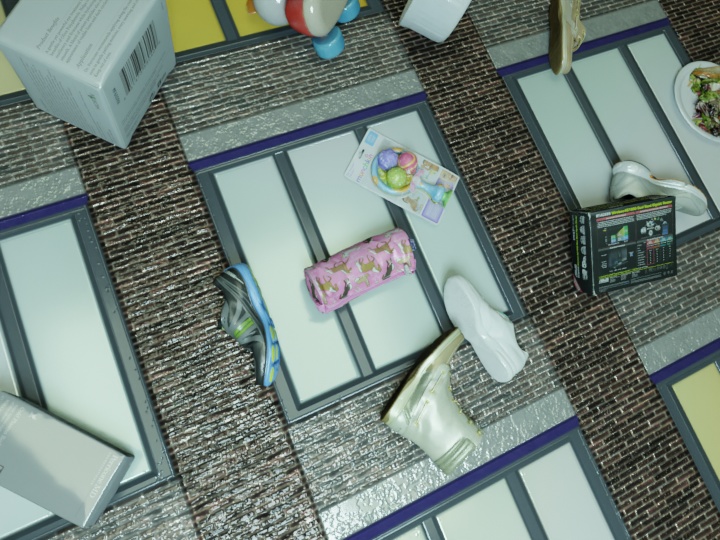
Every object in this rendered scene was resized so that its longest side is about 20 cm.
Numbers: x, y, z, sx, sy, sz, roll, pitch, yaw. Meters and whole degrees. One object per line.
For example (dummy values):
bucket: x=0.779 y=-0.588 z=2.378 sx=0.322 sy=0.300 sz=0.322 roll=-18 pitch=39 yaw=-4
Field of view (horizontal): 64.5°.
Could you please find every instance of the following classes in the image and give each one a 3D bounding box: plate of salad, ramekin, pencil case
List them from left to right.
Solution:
pencil case: x=0.000 y=0.000 z=0.968 sx=0.197 sy=0.086 sz=0.084 roll=-24 pitch=111 yaw=-17
ramekin: x=0.161 y=-0.545 z=1.099 sx=0.096 sy=0.200 sz=0.203 roll=27 pitch=71 yaw=-10
plate of salad: x=0.783 y=-0.377 z=1.254 sx=0.195 sy=0.048 sz=0.205 roll=3 pitch=74 yaw=-11

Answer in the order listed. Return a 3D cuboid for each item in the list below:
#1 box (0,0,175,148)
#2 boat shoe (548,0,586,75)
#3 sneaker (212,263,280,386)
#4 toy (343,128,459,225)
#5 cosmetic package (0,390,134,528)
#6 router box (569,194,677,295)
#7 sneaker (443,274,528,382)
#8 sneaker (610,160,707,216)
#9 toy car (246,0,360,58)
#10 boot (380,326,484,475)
box: x=-0.425 y=-0.351 z=0.917 sx=0.169 sy=0.200 sz=0.202 roll=24 pitch=71 yaw=-6
boat shoe: x=0.441 y=-0.502 z=1.205 sx=0.068 sy=0.074 sz=0.204 roll=7 pitch=72 yaw=-3
sneaker: x=-0.183 y=0.091 z=0.916 sx=0.081 sy=0.071 sz=0.203 roll=-22 pitch=78 yaw=-2
toy: x=0.083 y=-0.181 z=1.053 sx=0.197 sy=0.047 sz=0.117 roll=29 pitch=69 yaw=-3
cosmetic package: x=-0.434 y=0.264 z=0.799 sx=0.197 sy=0.090 sz=0.108 roll=25 pitch=68 yaw=0
router box: x=0.490 y=-0.051 z=1.064 sx=0.196 sy=0.062 sz=0.153 roll=-11 pitch=102 yaw=-15
sneaker: x=0.222 y=0.089 z=1.002 sx=0.088 sy=0.075 sz=0.202 roll=-29 pitch=88 yaw=-30
sneaker: x=0.586 y=-0.138 z=1.139 sx=0.197 sy=0.076 sz=0.094 roll=22 pitch=79 yaw=3
toy car: x=-0.128 y=-0.526 z=1.070 sx=0.196 sy=0.185 sz=0.180 roll=12 pitch=69 yaw=22
boot: x=0.147 y=0.211 z=0.942 sx=0.154 sy=0.072 sz=0.201 roll=39 pitch=76 yaw=2
